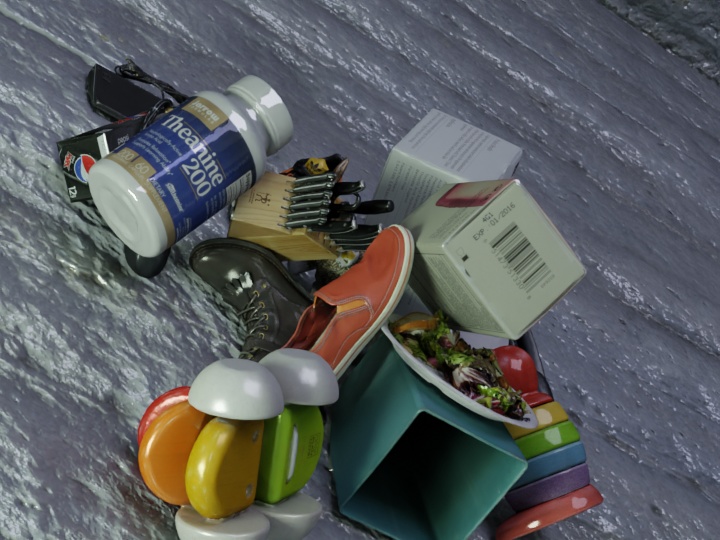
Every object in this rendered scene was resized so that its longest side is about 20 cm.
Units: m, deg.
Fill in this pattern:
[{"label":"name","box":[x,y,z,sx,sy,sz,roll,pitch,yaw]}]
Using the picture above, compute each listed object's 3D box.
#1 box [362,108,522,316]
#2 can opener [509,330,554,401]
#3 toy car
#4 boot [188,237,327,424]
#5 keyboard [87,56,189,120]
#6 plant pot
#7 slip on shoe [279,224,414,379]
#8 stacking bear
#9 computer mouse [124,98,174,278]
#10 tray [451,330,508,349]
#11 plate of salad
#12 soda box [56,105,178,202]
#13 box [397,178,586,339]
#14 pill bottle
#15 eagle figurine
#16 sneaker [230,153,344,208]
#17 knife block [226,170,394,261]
[{"label":"box","box":[0.088,-0.065,1.999,0.130,0.201,0.199,25,24,8]},{"label":"can opener","box":[0.204,0.124,2.014,0.063,0.079,0.201,17,46,-33]},{"label":"toy car","box":[-0.118,0.156,1.468,0.149,0.176,0.200,13,11,31]},{"label":"boot","box":[-0.106,0.064,1.706,0.199,0.069,0.174,30,35,-8]},{"label":"keyboard","box":[-0.239,-0.189,1.966,0.199,0.021,0.127,29,34,-28]},{"label":"plant pot","box":[0.055,0.164,1.696,0.141,0.141,0.200,29,20,-25]},{"label":"slip on shoe","box":[-0.014,0.034,1.643,0.061,0.200,0.074,43,-12,-32]},{"label":"stacking bear","box":[0.179,0.180,1.800,0.121,0.113,0.201,-7,73,-58]},{"label":"computer mouse","box":[-0.211,-0.088,1.714,0.059,0.034,0.201,24,64,-48]},{"label":"tray","box":[0.128,0.128,1.857,0.107,0.022,0.201,5,88,-53]},{"label":"plate of salad","box":[0.104,0.093,1.677,0.200,0.048,0.200,33,10,-6]},{"label":"soda box","box":[-0.246,-0.129,1.778,0.200,0.063,0.071,-34,114,-64]},{"label":"box","box":[0.123,-0.014,1.703,0.128,0.109,0.200,51,-13,-13]},{"label":"pill bottle","box":[-0.166,-0.111,1.654,0.200,0.111,0.111,-38,79,-25]},{"label":"eagle figurine","box":[-0.001,0.001,1.847,0.200,0.152,0.151,42,26,1]},{"label":"sneaker","box":[-0.082,-0.101,1.965,0.070,0.090,0.200,46,25,9]},{"label":"knife block","box":[-0.053,-0.048,1.759,0.175,0.200,0.064,15,71,-6]}]
